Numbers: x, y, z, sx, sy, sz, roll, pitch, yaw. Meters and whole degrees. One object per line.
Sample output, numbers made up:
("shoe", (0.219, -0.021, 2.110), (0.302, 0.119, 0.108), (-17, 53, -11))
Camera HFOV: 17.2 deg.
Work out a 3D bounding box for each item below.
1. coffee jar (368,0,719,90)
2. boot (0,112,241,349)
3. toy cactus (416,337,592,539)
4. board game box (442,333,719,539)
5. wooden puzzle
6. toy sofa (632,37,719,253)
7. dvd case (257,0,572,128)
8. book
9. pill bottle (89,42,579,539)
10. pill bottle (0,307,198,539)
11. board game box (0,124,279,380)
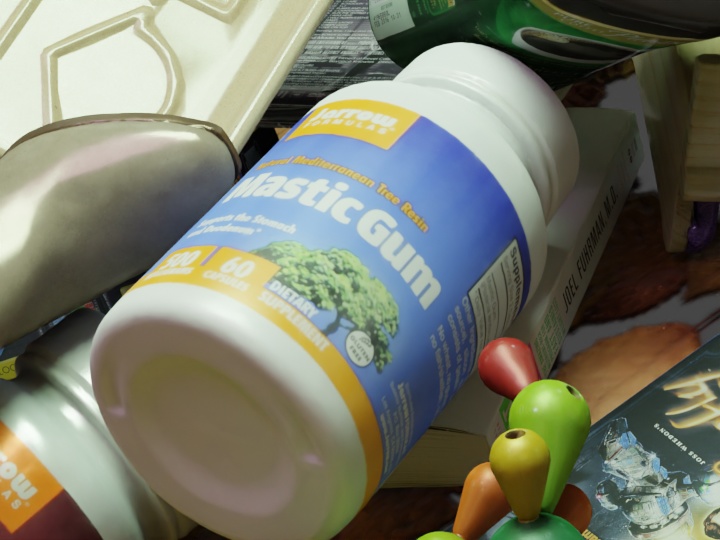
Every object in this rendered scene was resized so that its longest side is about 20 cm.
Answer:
("coffee jar", (0.083, -0.123, 0.922), (0.200, 0.104, 0.085), (171, 107, -69))
("boot", (-0.148, 0.017, 0.865), (0.200, 0.070, 0.146), (-22, 19, 24))
("toy cactus", (0.028, 0.127, 0.747), (0.200, 0.102, 0.165), (-50, 44, -6))
("board game box", (0.126, 0.108, 0.783), (0.135, 0.035, 0.200), (-35, 34, -11))
("wooden puzzle", (-0.117, -0.115, 0.987), (0.200, 0.046, 0.185), (25, 60, 9))
("toy sofa", (0.166, -0.095, 1.010), (0.083, 0.098, 0.200), (1, 35, -1))
("dvd case", (0.045, -0.115, 1.115), (0.148, 0.016, 0.200), (3, 32, 24))
("book", (0.028, 0.007, 0.992), (0.133, 0.048, 0.200), (0, 41, 27))
("pill bottle", (0.000, 0.000, 0.879), (0.112, 0.112, 0.200), (2, 37, 37))
("pill bottle", (-0.152, 0.112, 0.903), (0.200, 0.114, 0.114), (-40, 35, -19))
("board game box", (-0.138, 0.000, 1.051), (0.200, 0.057, 0.165), (-18, 10, 14))
